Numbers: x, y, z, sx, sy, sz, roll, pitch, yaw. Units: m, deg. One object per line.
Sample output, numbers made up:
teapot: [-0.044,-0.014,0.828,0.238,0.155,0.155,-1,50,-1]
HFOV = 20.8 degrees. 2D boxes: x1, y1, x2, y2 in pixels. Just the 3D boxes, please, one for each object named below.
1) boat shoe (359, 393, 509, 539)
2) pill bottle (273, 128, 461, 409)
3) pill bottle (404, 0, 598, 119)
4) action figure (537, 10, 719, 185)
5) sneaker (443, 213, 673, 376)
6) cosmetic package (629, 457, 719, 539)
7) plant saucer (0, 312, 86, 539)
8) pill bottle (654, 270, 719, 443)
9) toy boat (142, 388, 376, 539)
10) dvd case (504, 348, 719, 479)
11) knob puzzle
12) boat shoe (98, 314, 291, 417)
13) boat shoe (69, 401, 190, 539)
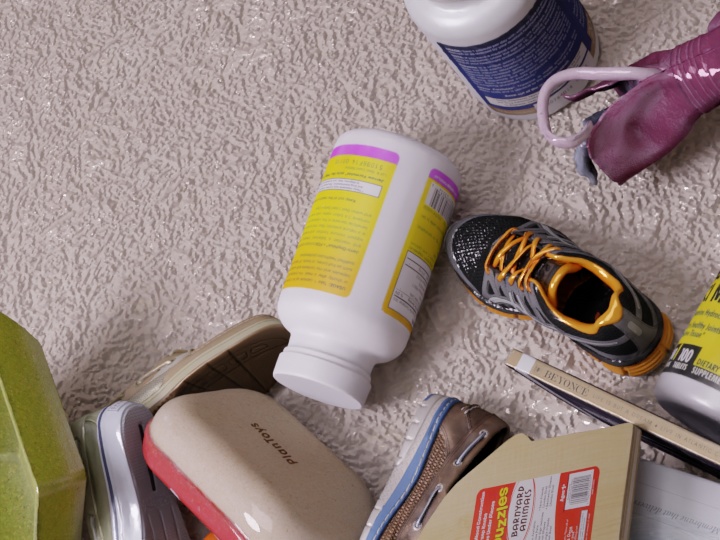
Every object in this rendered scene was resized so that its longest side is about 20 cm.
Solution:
boat shoe: [0.051,0.186,1.409,0.072,0.072,0.200,11,73,28]
pill bottle: [0.000,0.000,1.499,0.104,0.104,0.200,11,73,30]
pill bottle: [0.099,-0.203,1.483,0.111,0.200,0.111,-10,64,22]
action figure: [0.242,-0.148,1.428,0.200,0.149,0.134,-29,51,29]
sneaker: [0.139,0.005,1.445,0.200,0.077,0.078,28,84,34]
cosmetic package: [0.233,0.250,1.260,0.199,0.123,0.200,16,77,31]
plant saucer: [-0.257,0.153,1.526,0.048,0.200,0.200,-10,49,-21]
pill bottle: [0.294,0.027,1.335,0.112,0.112,0.200,25,80,33]
toy boat: [-0.082,0.187,1.463,0.200,0.130,0.131,41,119,35]
dvd case: [0.208,0.112,1.318,0.200,0.149,0.016,24,86,33]
knob puzzle: [0.099,0.201,1.279,0.220,0.030,0.220,-31,43,34]
boat shoe: [-0.140,0.091,1.549,0.200,0.072,0.065,-38,45,13]
boat shoe: [-0.174,0.200,1.498,0.062,0.072,0.200,-13,84,33]
